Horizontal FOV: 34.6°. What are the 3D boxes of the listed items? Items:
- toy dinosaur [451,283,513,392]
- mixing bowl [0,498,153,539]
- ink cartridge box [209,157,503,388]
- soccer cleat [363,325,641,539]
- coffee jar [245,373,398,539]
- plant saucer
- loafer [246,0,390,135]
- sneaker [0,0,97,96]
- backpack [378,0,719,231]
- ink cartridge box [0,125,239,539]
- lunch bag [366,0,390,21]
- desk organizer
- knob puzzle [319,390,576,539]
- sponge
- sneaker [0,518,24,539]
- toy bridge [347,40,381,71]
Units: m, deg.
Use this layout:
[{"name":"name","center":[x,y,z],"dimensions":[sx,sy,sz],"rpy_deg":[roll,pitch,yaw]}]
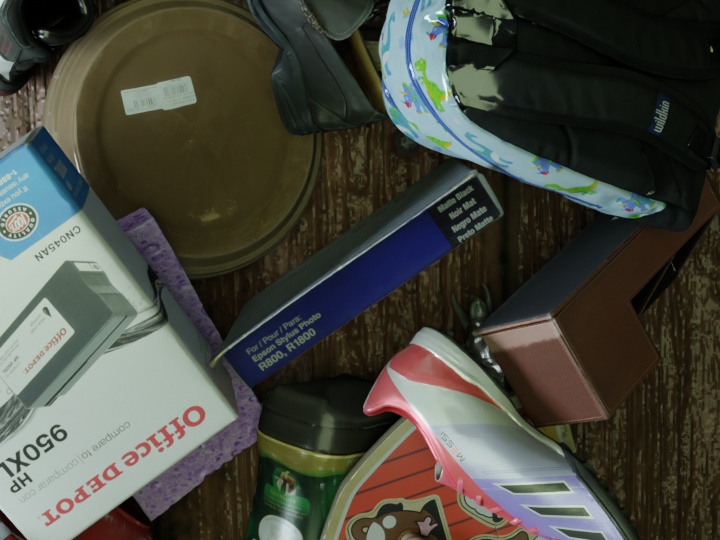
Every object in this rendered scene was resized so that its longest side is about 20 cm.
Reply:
[{"name":"toy dinosaur","center":[0.077,0.121,0.835],"dimensions":[0.077,0.102,0.201],"rpy_deg":[19,107,-14]},{"name":"mixing bowl","center":[-0.216,0.188,0.804],"dimensions":[0.200,0.200,0.108],"rpy_deg":[43,81,-5]},{"name":"ink cartridge box","center":[0.000,0.000,0.760],"dimensions":[0.199,0.200,0.041],"rpy_deg":[-35,96,6]},{"name":"soccer cleat","center":[0.090,0.125,0.719],"dimensions":[0.073,0.068,0.200],"rpy_deg":[-44,81,-11]},{"name":"coffee jar","center":[-0.033,0.175,0.830],"dimensions":[0.085,0.104,0.201],"rpy_deg":[14,99,33]},{"name":"plant saucer","center":[-0.116,-0.093,0.796],"dimensions":[0.199,0.029,0.201],"rpy_deg":[-1,91,-22]},{"name":"loafer","center":[-0.026,-0.169,0.725],"dimensions":[0.072,0.200,0.073],"rpy_deg":[3,54,16]},{"name":"sneaker","center":[-0.222,-0.162,0.751],"dimensions":[0.098,0.201,0.071],"rpy_deg":[32,63,0]},{"name":"backpack","center":[0.110,-0.120,0.691],"dimensions":[0.199,0.153,0.164],"rpy_deg":[7,94,-39]},{"name":"ink cartridge box","center":[-0.185,0.041,0.676],"dimensions":[0.144,0.084,0.200],"rpy_deg":[-36,107,-1]},{"name":"lunch bag","center":[0.045,-0.281,0.752],"dimensions":[0.167,0.139,0.201],"rpy_deg":[-16,96,2]},{"name":"desk organizer","center":[0.172,0.014,0.769],"dimensions":[0.200,0.072,0.077],"rpy_deg":[-39,102,-36]},{"name":"knob puzzle","center":[0.063,0.187,0.776],"dimensions":[0.218,0.030,0.221],"rpy_deg":[-2,104,-9]},{"name":"sponge","center":[-0.146,0.068,0.787],"dimensions":[0.111,0.030,0.201],"rpy_deg":[-34,123,-14]},{"name":"sneaker","center":[-0.245,0.141,0.659],"dimensions":[0.071,0.113,0.200],"rpy_deg":[-38,54,-8]},{"name":"toy bridge","center":[0.053,-0.144,0.807],"dimensions":[0.199,0.067,0.027],"rpy_deg":[5,98,0]}]
